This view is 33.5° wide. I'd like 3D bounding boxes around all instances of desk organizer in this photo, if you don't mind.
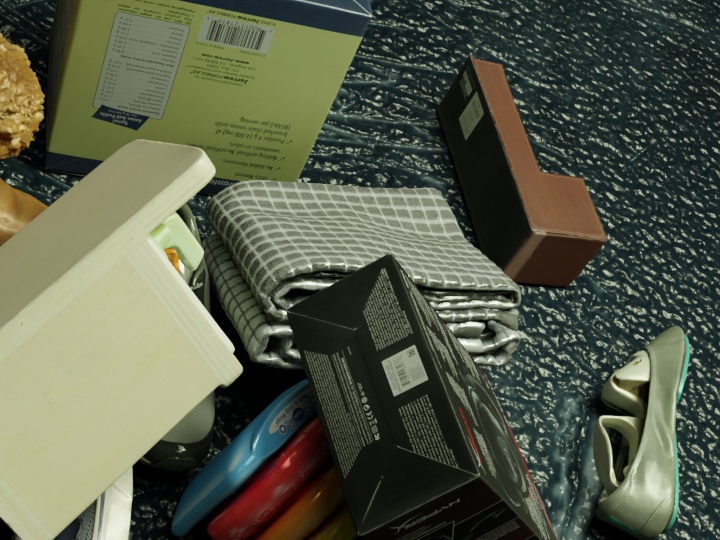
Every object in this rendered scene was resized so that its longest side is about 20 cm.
[{"bbox_3d":[0.135,-0.086,1.028,0.076,0.072,0.202,5,51,-25],"label":"desk organizer"}]

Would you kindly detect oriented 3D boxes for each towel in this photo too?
[{"bbox_3d":[0.000,0.000,0.830,0.198,0.087,0.166,2,21,-24],"label":"towel"}]

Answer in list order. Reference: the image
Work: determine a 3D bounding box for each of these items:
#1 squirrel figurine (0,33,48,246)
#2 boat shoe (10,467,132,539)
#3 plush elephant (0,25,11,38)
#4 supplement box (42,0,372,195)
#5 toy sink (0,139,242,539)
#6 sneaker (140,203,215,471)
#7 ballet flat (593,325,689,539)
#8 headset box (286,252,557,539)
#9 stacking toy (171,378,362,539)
[{"bbox_3d":[-0.260,-0.065,0.741,0.185,0.141,0.202,21,80,-18],"label":"squirrel figurine"},{"bbox_3d":[-0.182,0.165,0.655,0.092,0.075,0.202,15,47,-22],"label":"boat shoe"},{"bbox_3d":[-0.328,-0.203,0.836,0.198,0.155,0.166,-1,53,-26],"label":"plush elephant"},{"bbox_3d":[-0.122,-0.175,0.884,0.198,0.200,0.135,8,50,-20],"label":"supplement box"},{"bbox_3d":[-0.149,0.035,0.667,0.200,0.130,0.113,-44,117,-18],"label":"toy sink"},{"bbox_3d":[-0.132,0.038,0.785,0.073,0.080,0.202,5,51,-24],"label":"sneaker"},{"bbox_3d":[0.211,0.109,0.905,0.063,0.068,0.201,19,46,0],"label":"ballet flat"},{"bbox_3d":[0.046,0.107,0.715,0.077,0.200,0.150,-27,55,9],"label":"headset box"},{"bbox_3d":[-0.008,0.174,0.731,0.200,0.110,0.116,48,45,2],"label":"stacking toy"}]
